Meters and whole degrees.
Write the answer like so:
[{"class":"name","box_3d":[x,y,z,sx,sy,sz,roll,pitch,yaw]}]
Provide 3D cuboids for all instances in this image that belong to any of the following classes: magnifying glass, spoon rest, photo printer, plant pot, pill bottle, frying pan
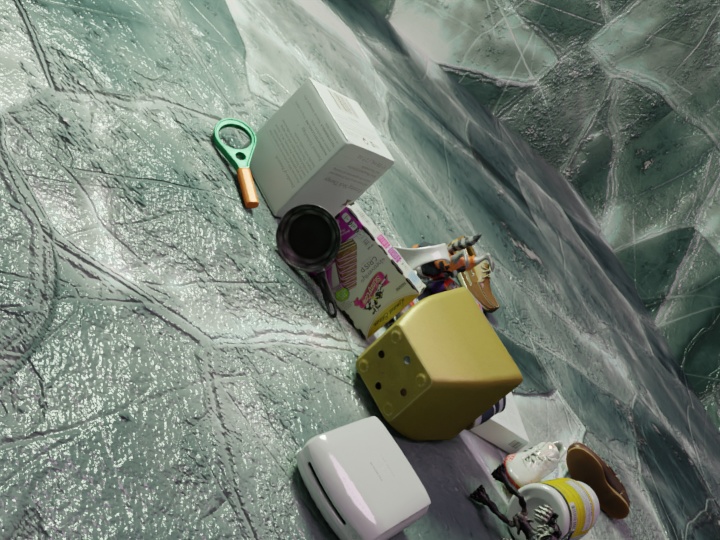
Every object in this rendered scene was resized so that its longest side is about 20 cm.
[{"class":"magnifying glass","box_3d":[-0.214,-0.194,1.733,0.079,0.022,0.202,-1,53,-26]},{"class":"spoon rest","box_3d":[0.071,-0.013,1.806,0.061,0.197,0.101,90,-16,-80]},{"class":"photo printer","box_3d":[0.001,0.292,1.331,0.167,0.069,0.199,56,23,15]},{"class":"plant pot","box_3d":[0.107,0.160,1.599,0.199,0.194,0.197,2,51,-52]},{"class":"pill bottle","box_3d":[0.347,0.428,1.716,0.199,0.114,0.115,12,42,-57]},{"class":"frying pan","box_3d":[-0.064,-0.028,1.662,0.190,0.115,0.031,49,10,-3]}]

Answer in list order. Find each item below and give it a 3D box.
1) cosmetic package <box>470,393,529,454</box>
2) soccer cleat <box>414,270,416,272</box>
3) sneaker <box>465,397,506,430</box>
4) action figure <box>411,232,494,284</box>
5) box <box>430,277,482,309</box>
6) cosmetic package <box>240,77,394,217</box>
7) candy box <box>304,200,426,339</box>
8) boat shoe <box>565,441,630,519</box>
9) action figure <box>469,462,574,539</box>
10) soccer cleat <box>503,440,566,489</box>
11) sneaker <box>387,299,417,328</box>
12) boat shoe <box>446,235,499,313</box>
[{"class":"cosmetic package","box_3d":[0.229,0.248,1.859,0.199,0.052,0.152,34,30,-34]},{"class":"soccer cleat","box_3d":[0.024,-0.031,1.868,0.200,0.085,0.069,45,22,-12]},{"class":"sneaker","box_3d":[0.185,0.183,1.740,0.107,0.070,0.201,-14,63,-33]},{"class":"action figure","box_3d":[0.187,-0.029,2.056,0.199,0.191,0.106,-16,103,-51]},{"class":"box","box_3d":[0.217,0.104,2.082,0.136,0.039,0.201,40,24,-25]},{"class":"cosmetic package","box_3d":[-0.080,-0.213,1.805,0.167,0.200,0.167,12,41,-56]},{"class":"candy box","box_3d":[0.000,0.000,1.704,0.200,0.136,0.061,49,20,-1]},{"class":"boat shoe","box_3d":[0.502,0.437,2.058,0.201,0.070,0.071,53,27,-15]},{"class":"action figure","box_3d":[0.268,0.422,1.583,0.200,0.119,0.102,47,4,20]},{"class":"soccer cleat","box_3d":[0.326,0.357,1.805,0.069,0.085,0.199,57,23,19]},{"class":"sneaker","box_3d":[0.093,0.126,1.802,0.081,0.077,0.201,-24,71,-41]},{"class":"boat shoe","box_3d":[0.271,0.005,2.296,0.201,0.074,0.075,57,24,18]}]
